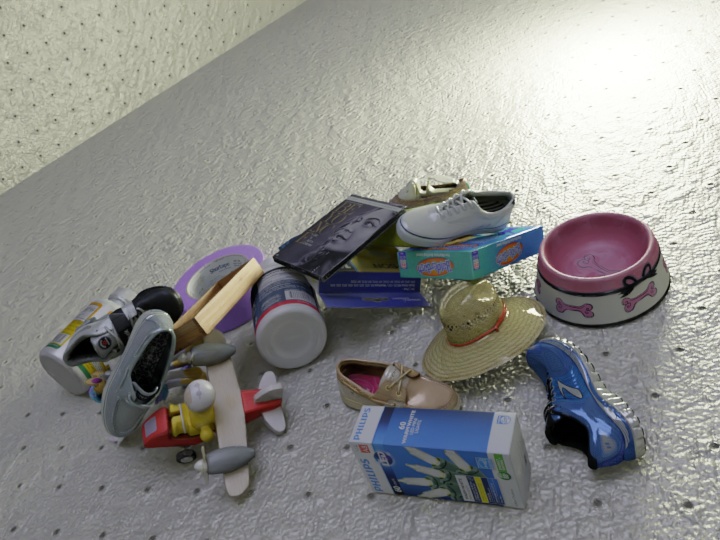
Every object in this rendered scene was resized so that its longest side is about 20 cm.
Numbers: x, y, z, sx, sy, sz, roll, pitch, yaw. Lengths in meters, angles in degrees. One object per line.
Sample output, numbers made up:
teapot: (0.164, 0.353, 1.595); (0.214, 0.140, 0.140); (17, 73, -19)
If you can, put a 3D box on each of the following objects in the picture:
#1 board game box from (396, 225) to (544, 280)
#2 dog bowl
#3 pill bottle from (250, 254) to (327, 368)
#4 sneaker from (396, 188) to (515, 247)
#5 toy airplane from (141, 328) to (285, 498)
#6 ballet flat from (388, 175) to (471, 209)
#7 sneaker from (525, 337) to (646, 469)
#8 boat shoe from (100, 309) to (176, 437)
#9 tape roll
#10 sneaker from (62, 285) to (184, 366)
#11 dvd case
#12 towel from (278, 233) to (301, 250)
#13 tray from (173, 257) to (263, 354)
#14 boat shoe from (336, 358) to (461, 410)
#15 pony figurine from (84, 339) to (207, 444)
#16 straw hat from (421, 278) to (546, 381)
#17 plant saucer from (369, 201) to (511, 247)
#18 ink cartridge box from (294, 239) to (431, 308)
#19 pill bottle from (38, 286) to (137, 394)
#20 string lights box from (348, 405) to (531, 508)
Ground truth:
board game box: (0.179, -0.031, 1.039); (0.197, 0.046, 0.150); (-18, 13, -40)
dog bowl: (0.354, -0.011, 0.969); (0.196, 0.075, 0.202); (-15, 34, 10)
pill bottle: (-0.130, 0.061, 1.117); (0.117, 0.121, 0.201); (-23, 33, -1)
sneaker: (0.148, -0.092, 0.999); (0.196, 0.072, 0.074); (-13, 54, -20)
toy airplane: (-0.205, 0.200, 0.946); (0.197, 0.142, 0.201); (22, 64, 22)
ballet flat: (0.134, -0.159, 1.313); (0.196, 0.068, 0.069); (-4, 37, 27)
sneaker: (0.253, 0.158, 0.792); (0.088, 0.080, 0.201); (-23, 33, -6)
boat shoe: (-0.318, 0.159, 0.930); (0.071, 0.069, 0.205); (36, 106, 54)
tape roll: (-0.271, 0.035, 1.288); (0.196, 0.067, 0.202); (-16, 33, 11)
sneaker: (-0.354, 0.094, 0.967); (0.197, 0.075, 0.089); (-27, 19, 11)
dvd case: (-0.036, -0.061, 1.089); (0.199, 0.016, 0.147); (-40, 35, -25)
towel: (-0.066, -0.054, 1.305); (0.197, 0.049, 0.112); (-25, 34, -2)
tray: (-0.237, 0.057, 1.044); (0.098, 0.037, 0.201); (-30, 15, 29)
boat shoe: (0.045, 0.165, 0.913); (0.196, 0.070, 0.074); (2, 40, 33)
pony figurine: (-0.355, 0.176, 1.058); (0.196, 0.170, 0.193); (-11, -15, -32)
straw hat: (0.160, 0.062, 0.932); (0.198, 0.086, 0.202); (-27, 18, 9)
plant saucer: (0.125, -0.086, 1.132); (0.196, 0.049, 0.199); (-16, 10, -29)
ink cartridge box: (0.000, 0.000, 1.113); (0.193, 0.048, 0.200); (1, 22, -25)
pill bottle: (-0.508, 0.129, 1.256); (0.111, 0.114, 0.201); (3, 41, 33)
string lights box: (0.095, 0.220, 0.776); (0.196, 0.104, 0.059); (-4, 37, 27)
